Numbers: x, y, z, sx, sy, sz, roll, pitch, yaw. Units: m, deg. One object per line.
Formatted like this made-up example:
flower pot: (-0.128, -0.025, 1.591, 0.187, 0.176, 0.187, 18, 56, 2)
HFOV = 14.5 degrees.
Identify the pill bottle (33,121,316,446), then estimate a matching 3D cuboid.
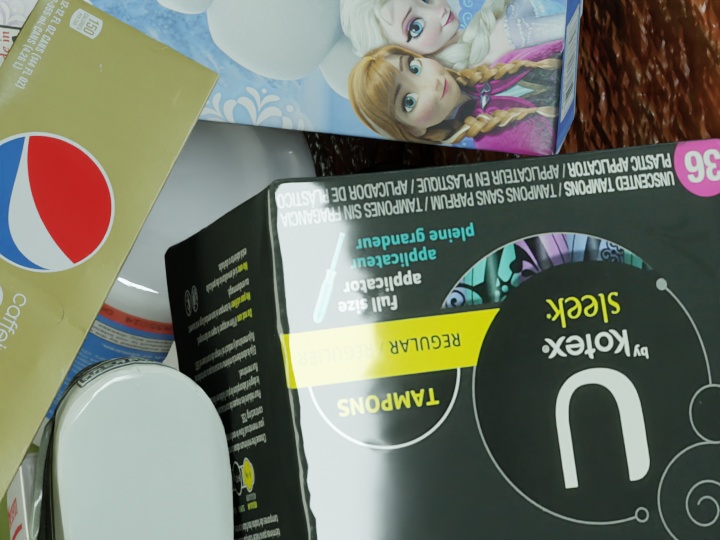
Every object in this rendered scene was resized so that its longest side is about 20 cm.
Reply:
pill bottle: (-0.093, 0.003, 1.104, 0.200, 0.112, 0.113, 124, 136, -61)

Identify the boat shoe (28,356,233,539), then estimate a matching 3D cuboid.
boat shoe: (-0.068, 0.127, 0.859, 0.064, 0.070, 0.201, 180, 92, -73)

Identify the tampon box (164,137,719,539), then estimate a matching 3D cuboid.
tampon box: (0.037, 0.074, 0.857, 0.126, 0.149, 0.201, 154, 108, -71)

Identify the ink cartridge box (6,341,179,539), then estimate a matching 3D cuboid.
ink cartridge box: (-0.082, 0.125, 0.967, 0.116, 0.066, 0.201, 129, 135, -76)

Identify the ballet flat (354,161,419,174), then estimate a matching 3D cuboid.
ballet flat: (0.000, 0.000, 1.116, 0.067, 0.057, 0.200, -56, 12, -17)

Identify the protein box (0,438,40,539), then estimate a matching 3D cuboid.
protein box: (-0.132, 0.100, 1.279, 0.200, 0.197, 0.136, 128, 135, -64)

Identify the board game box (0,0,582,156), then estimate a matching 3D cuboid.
board game box: (-0.025, -0.145, 0.906, 0.043, 0.198, 0.201, -58, -28, -64)

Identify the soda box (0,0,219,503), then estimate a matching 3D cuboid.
soda box: (-0.117, 0.016, 0.865, 0.201, 0.064, 0.068, -66, 7, -26)
